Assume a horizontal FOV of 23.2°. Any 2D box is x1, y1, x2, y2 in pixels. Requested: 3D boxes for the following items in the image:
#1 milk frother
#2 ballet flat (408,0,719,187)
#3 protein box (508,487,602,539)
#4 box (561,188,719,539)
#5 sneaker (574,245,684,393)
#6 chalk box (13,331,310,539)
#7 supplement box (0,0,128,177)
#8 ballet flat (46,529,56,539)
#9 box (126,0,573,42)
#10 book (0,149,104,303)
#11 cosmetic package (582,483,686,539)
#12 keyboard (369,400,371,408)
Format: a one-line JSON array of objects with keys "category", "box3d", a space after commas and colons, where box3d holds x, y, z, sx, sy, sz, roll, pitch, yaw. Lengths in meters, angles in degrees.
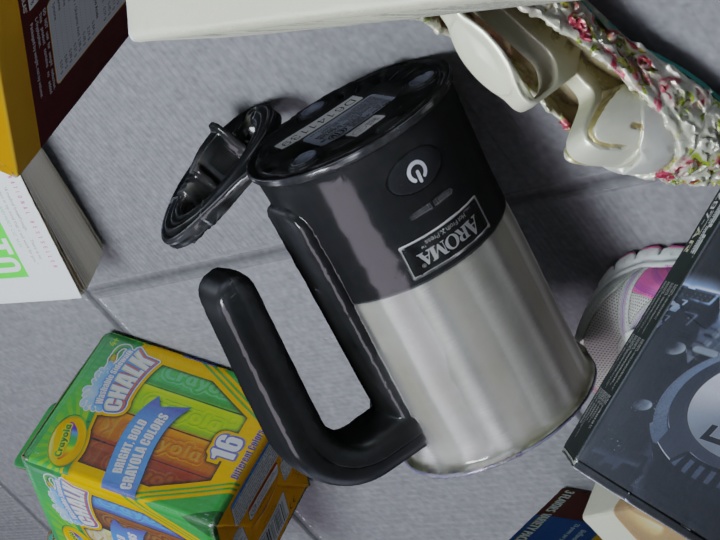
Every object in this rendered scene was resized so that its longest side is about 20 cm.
[{"category": "milk frother", "box3d": [0.000, 0.000, 0.953, 0.189, 0.179, 0.200, 62, 180, -21]}, {"category": "ballet flat", "box3d": [0.098, -0.090, 0.832, 0.199, 0.064, 0.076, 36, 146, -9]}, {"category": "protein box", "box3d": [0.189, 0.266, 1.083, 0.199, 0.135, 0.200, 7, 111, 30]}, {"category": "box", "box3d": [0.212, 0.043, 0.809, 0.160, 0.201, 0.044, 32, -177, -2]}, {"category": "sneaker", "box3d": [0.176, 0.035, 0.909, 0.081, 0.089, 0.200, 40, 145, -14]}, {"category": "chalk box", "box3d": [-0.154, 0.137, 1.256, 0.198, 0.125, 0.124, 16, 143, 19]}, {"category": "supplement box", "box3d": [-0.164, -0.194, 0.774, 0.132, 0.201, 0.198, 22, 145, 13]}, {"category": "ballet flat", "box3d": [-0.162, 0.210, 1.364, 0.070, 0.199, 0.066, -38, 65, 30]}, {"category": "box", "box3d": [0.013, -0.158, 0.717, 0.199, 0.128, 0.110, -1, 98, 33]}, {"category": "book", "box3d": [-0.288, -0.038, 1.162, 0.198, 0.048, 0.134, -5, 132, 22]}, {"category": "cosmetic package", "box3d": [0.225, 0.102, 0.945, 0.071, 0.106, 0.199, 44, 142, -20]}, {"category": "keyboard", "box3d": [0.048, 0.071, 1.095, 0.103, 0.040, 0.201, 21, 146, 15]}]
